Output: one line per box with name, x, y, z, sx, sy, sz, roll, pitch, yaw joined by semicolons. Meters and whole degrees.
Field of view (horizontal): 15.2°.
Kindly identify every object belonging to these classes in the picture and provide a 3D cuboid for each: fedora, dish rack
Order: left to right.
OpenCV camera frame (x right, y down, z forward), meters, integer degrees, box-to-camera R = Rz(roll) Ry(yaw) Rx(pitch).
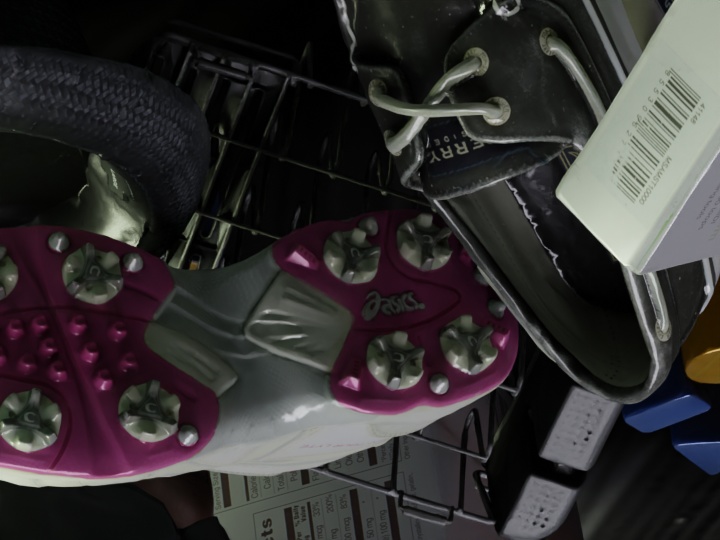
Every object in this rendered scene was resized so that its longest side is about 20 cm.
fedora;-0.145;-0.044;0.750;0.200;0.092;0.201;-11;154;-6
dish rack;0.000;0.000;0.844;0.199;0.055;0.154;17;120;-9

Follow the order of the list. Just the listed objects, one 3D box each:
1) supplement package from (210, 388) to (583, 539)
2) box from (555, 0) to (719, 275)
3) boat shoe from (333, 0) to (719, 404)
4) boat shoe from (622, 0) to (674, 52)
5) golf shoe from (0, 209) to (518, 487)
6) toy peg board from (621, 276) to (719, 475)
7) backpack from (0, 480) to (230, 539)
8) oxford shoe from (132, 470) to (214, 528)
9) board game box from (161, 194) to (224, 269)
supplement package;0.012;0.120;1.011;0.111;0.156;0.200;-17;149;14
box;0.153;-0.075;0.694;0.200;0.036;0.145;-14;143;-47
boat shoe;0.038;-0.050;0.732;0.071;0.064;0.200;-17;121;38
boat shoe;0.134;-0.101;0.744;0.092;0.075;0.200;-11;155;-20
golf shoe;-0.056;0.033;0.761;0.199;0.076;0.092;-2;156;-22
toy peg board;0.169;0.024;0.931;0.199;0.098;0.200;-24;146;28
backpack;-0.131;0.140;0.821;0.126;0.167;0.200;33;157;-4
oxford shoe;-0.133;0.046;0.878;0.200;0.073;0.071;36;136;-25
board game box;-0.153;0.018;0.921;0.135;0.035;0.200;12;146;-30
